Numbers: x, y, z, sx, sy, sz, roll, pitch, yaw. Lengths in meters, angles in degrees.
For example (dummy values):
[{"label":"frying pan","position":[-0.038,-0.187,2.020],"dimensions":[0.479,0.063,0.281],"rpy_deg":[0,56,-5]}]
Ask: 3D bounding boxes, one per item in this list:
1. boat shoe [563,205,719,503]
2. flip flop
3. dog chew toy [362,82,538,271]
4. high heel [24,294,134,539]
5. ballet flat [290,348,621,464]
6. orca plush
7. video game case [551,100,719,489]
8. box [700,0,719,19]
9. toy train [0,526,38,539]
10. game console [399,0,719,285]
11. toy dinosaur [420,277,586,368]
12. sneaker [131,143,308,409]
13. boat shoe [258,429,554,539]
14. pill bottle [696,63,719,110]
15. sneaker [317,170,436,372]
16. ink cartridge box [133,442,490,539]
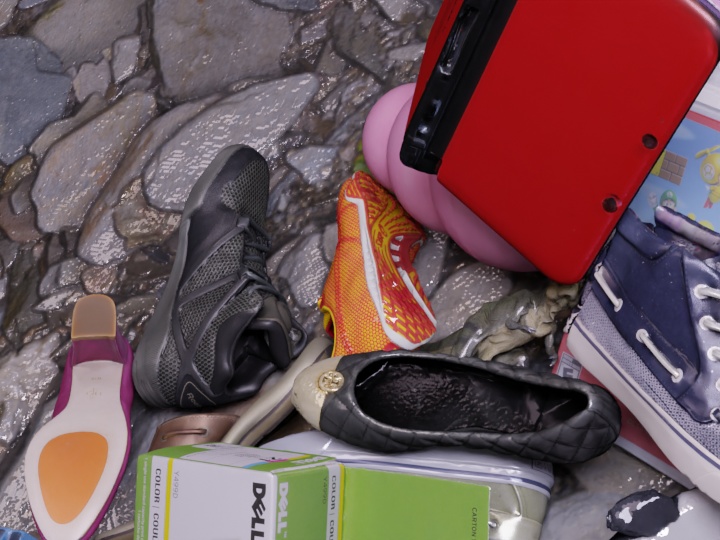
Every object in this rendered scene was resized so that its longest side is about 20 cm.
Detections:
[{"label":"boat shoe","position":[0.186,0.046,0.790],"dimensions":[0.200,0.074,0.093],"rpy_deg":[43,128,39]},{"label":"flip flop","position":[-0.097,0.108,0.997],"dimensions":[0.200,0.081,0.058],"rpy_deg":[-44,87,-6]},{"label":"dog chew toy","position":[0.075,-0.074,1.007],"dimensions":[0.125,0.125,0.200],"rpy_deg":[-53,38,-11]},{"label":"high heel","position":[-0.186,0.119,1.042],"dimensions":[0.067,0.096,0.201],"rpy_deg":[-3,49,-5]},{"label":"ballet flat","position":[0.051,0.070,0.875],"dimensions":[0.199,0.057,0.067],"rpy_deg":[3,59,23]},{"label":"orca plush","position":[0.152,0.182,0.823],"dimensions":[0.105,0.071,0.200],"rpy_deg":[32,88,-2]},{"label":"video game case","position":[0.184,0.012,0.862],"dimensions":[0.143,0.017,0.201],"rpy_deg":[31,112,43]},{"label":"box","position":[0.194,-0.206,0.929],"dimensions":[0.097,0.200,0.176],"rpy_deg":[40,73,2]},{"label":"toy train","position":[-0.267,0.212,1.015],"dimensions":[0.199,0.114,0.087],"rpy_deg":[1,58,33]},{"label":"game console","position":[0.107,-0.127,0.835],"dimensions":[0.118,0.200,0.173],"rpy_deg":[20,47,-5]},{"label":"toy dinosaur","position":[0.074,0.056,0.944],"dimensions":[0.200,0.047,0.088],"rpy_deg":[-23,52,46]},{"label":"sneaker","position":[-0.079,0.005,1.076],"dimensions":[0.114,0.076,0.200],"rpy_deg":[2,62,31]},{"label":"boat shoe","position":[0.017,0.135,0.920],"dimensions":[0.199,0.072,0.062],"rpy_deg":[-4,60,29]},{"label":"pill bottle","position":[0.269,-0.131,0.922],"dimensions":[0.200,0.114,0.114],"rpy_deg":[-50,46,-8]},{"label":"sneaker","position":[0.000,0.000,1.011],"dimensions":[0.077,0.073,0.200],"rpy_deg":[-43,22,24]},{"label":"ink cartridge box","position":[-0.031,0.182,0.871],"dimensions":[0.199,0.076,0.149],"rpy_deg":[2,90,35]}]
